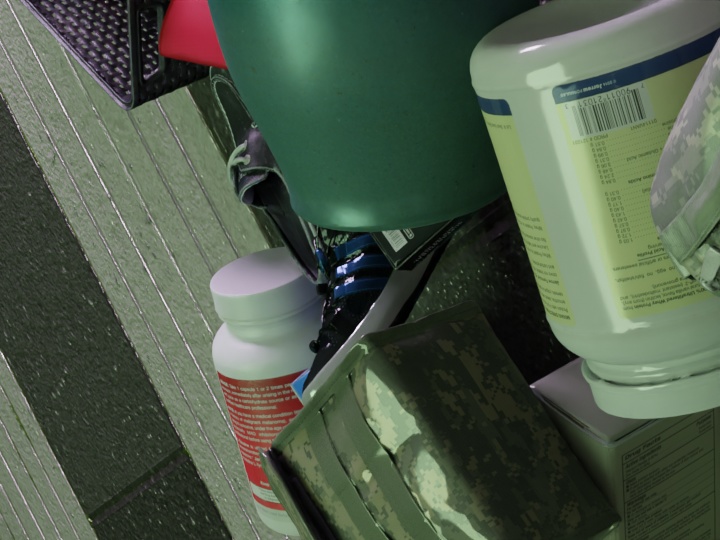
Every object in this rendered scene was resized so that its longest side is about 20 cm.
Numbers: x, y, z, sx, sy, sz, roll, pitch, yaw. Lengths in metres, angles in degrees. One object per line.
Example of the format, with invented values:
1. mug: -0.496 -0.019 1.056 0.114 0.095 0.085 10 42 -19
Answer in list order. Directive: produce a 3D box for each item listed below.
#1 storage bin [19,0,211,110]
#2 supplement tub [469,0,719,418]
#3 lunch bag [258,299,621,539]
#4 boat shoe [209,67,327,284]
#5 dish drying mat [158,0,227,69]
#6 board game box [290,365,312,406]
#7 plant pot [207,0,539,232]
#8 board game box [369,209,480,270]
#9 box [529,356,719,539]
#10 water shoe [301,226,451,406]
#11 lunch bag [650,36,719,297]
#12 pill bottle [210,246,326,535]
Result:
1. storage bin: -0.186 -0.234 1.596 0.200 0.093 0.136 45 148 33
2. supplement tub: 0.149 -0.041 1.084 0.145 0.144 0.201 7 120 60
3. lunch bag: 0.027 0.143 1.255 0.165 0.117 0.200 57 135 17
4. boat shoe: -0.064 -0.075 1.537 0.201 0.067 0.072 56 153 16
5. dish drying mat: -0.062 -0.168 1.432 0.199 0.077 0.018 16 171 45
6. board game box: 0.055 0.153 1.426 0.201 0.056 0.196 54 -175 20
7. plant pot: 0.011 -0.131 1.181 0.200 0.199 0.189 24 129 53
8. board game box: 0.019 -0.120 1.300 0.135 0.028 0.201 -40 72 21
9. box: 0.163 0.147 1.288 0.078 0.095 0.201 35 140 45
10. water shoe: 0.000 0.000 1.342 0.079 0.201 0.072 28 158 8
11. lunch bag: 0.217 -0.084 0.894 0.140 0.167 0.200 54 153 21
12. pill bottle: -0.048 0.089 1.606 0.112 0.112 0.201 20 131 55
